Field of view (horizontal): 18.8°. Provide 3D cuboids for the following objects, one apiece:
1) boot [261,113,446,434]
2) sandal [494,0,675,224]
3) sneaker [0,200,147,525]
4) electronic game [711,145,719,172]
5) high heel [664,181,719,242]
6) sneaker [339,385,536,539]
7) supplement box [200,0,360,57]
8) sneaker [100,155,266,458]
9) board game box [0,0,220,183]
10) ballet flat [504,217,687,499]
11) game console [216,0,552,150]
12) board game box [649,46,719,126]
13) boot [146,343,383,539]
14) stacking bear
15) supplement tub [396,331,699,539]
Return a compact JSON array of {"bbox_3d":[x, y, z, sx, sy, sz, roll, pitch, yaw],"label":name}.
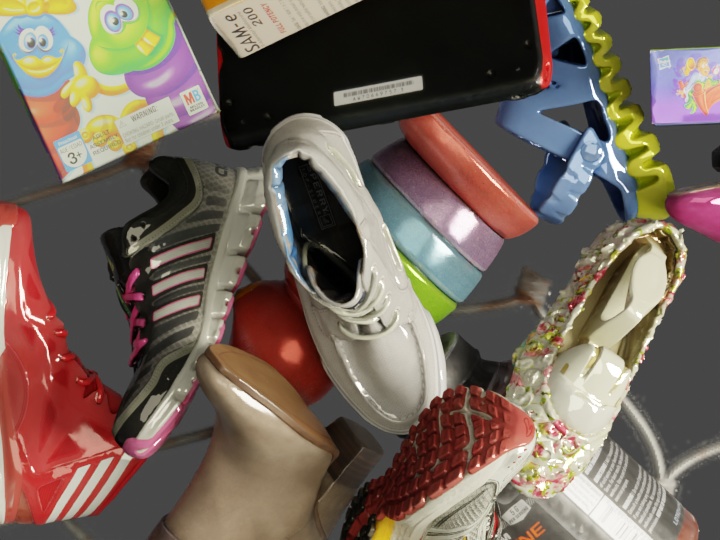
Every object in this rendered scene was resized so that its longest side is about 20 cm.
[{"bbox_3d":[-0.008,0.014,1.226,0.073,0.096,0.200,-22,102,9],"label":"boot"},{"bbox_3d":[0.121,-0.109,1.349,0.087,0.079,0.200,-26,95,-2],"label":"sandal"},{"bbox_3d":[-0.181,0.057,1.322,0.115,0.078,0.200,0,105,-17],"label":"sneaker"},{"bbox_3d":[0.313,-0.071,1.314,0.200,0.200,0.042,-2,93,-8],"label":"electronic game"},{"bbox_3d":[0.262,-0.003,1.351,0.200,0.067,0.096,7,83,-43],"label":"high heel"},{"bbox_3d":[0.055,0.133,1.255,0.082,0.200,0.078,22,54,-11],"label":"sneaker"},{"bbox_3d":[-0.012,-0.226,1.246,0.200,0.074,0.126,-26,73,5],"label":"supplement box"},{"bbox_3d":[-0.121,0.014,1.301,0.087,0.074,0.200,21,67,-6],"label":"sneaker"},{"bbox_3d":[-0.173,-0.163,1.287,0.103,0.105,0.200,-25,95,-6],"label":"board game box"},{"bbox_3d":[0.139,0.043,1.292,0.076,0.064,0.200,35,59,-15],"label":"ballet flat"},{"bbox_3d":[0.008,-0.166,1.285,0.200,0.031,0.177,-10,70,14],"label":"game console"},{"bbox_3d":[0.276,-0.113,1.315,0.200,0.134,0.045,-2,93,8],"label":"board game box"},{"bbox_3d":[-0.077,0.131,1.286,0.146,0.070,0.200,-43,140,10],"label":"boot"},{"bbox_3d":[0.000,0.000,1.324,0.200,0.121,0.114,-44,91,5],"label":"stacking bear"},{"bbox_3d":[0.105,0.129,1.342,0.200,0.107,0.107,42,86,-7],"label":"supplement tub"}]
